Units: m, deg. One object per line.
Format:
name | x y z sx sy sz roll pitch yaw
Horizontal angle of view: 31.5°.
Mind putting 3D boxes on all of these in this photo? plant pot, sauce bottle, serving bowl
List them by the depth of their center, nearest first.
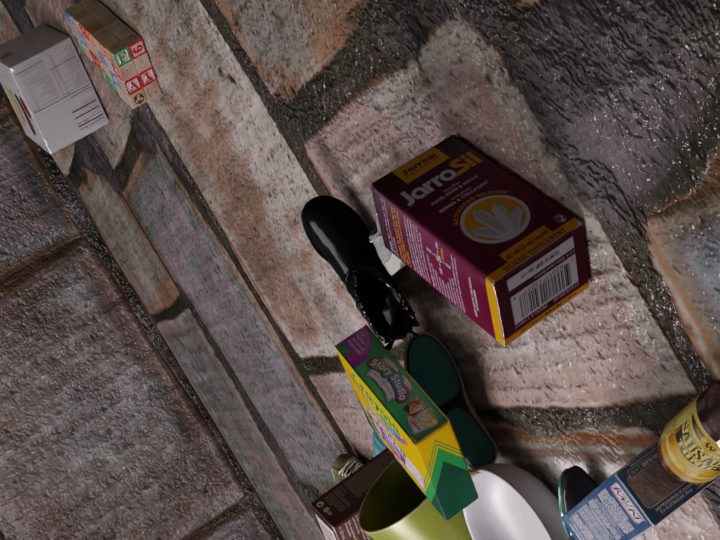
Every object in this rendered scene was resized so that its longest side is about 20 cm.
sauce bottle | 0.302 0.124 1.053 0.066 0.066 0.201 52 162 17
serving bowl | 0.212 0.328 1.612 0.200 0.065 0.202 42 146 38
plant pot | 0.130 0.357 1.771 0.200 0.187 0.187 47 165 -13

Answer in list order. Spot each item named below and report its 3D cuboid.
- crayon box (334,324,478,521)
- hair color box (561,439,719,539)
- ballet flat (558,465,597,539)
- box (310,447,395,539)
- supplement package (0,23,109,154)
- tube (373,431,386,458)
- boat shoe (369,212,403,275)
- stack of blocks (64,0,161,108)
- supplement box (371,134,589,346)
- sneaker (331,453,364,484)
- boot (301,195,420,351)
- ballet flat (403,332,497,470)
crayon box | 0.057 0.192 1.612 0.200 0.058 0.173 47 166 43
hair color box | 0.271 0.216 1.233 0.061 0.099 0.200 54 162 15
ballet flat | 0.273 0.306 1.452 0.073 0.072 0.202 34 145 51
box | 0.031 0.347 1.938 0.075 0.199 0.101 34 152 47
supplement package | -0.658 -0.383 2.679 0.191 0.146 0.202 31 147 55
tube | 0.045 0.266 2.034 0.077 0.050 0.201 38 150 30
boat shoe | 0.044 -0.049 1.454 0.072 0.070 0.201 50 165 4
stack of blocks | -0.429 -0.379 2.209 0.200 0.058 0.116 43 157 41
supplement box | 0.113 -0.034 1.227 0.200 0.110 0.086 41 156 43
sneaker | -0.015 0.376 2.329 0.090 0.067 0.200 50 165 6
boot | -0.001 0.000 1.587 0.199 0.073 0.163 55 -177 -11
ballet flat | 0.112 0.170 1.663 0.201 0.069 0.069 59 162 -7
